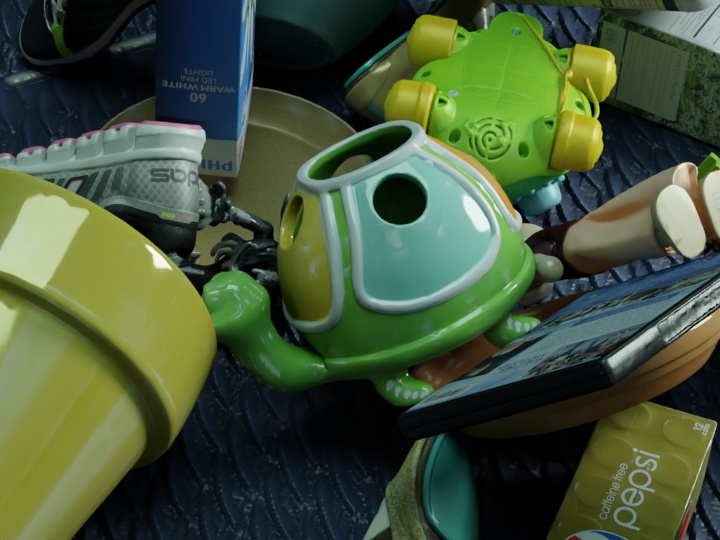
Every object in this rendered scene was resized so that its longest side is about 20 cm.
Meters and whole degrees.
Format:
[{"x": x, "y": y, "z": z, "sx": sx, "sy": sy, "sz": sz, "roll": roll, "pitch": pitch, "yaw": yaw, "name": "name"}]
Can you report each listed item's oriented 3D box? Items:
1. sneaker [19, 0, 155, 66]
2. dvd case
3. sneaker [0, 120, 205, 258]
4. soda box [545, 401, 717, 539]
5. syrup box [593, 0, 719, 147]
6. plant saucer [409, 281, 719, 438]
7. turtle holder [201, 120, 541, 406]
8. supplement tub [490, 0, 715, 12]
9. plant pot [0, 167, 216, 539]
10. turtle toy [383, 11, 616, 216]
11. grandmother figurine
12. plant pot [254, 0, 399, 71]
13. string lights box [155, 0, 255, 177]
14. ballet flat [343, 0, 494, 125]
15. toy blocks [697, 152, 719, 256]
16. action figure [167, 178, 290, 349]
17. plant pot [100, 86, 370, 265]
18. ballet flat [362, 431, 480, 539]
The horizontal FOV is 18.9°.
[{"x": -0.185, "y": -0.209, "z": 1.498, "sx": 0.083, "sy": 0.200, "sz": 0.072, "roll": 12, "pitch": 57, "yaw": -46, "name": "sneaker"}, {"x": 0.128, "y": 0.035, "z": 1.166, "sx": 0.142, "sy": 0.018, "sz": 0.200, "roll": -19, "pitch": 6, "yaw": 42, "name": "dvd case"}, {"x": -0.176, "y": -0.023, "z": 1.257, "sx": 0.199, "sy": 0.074, "sz": 0.088, "roll": -14, "pitch": 77, "yaw": 19, "name": "sneaker"}, {"x": 0.138, "y": 0.160, "z": 1.205, "sx": 0.068, "sy": 0.064, "sz": 0.200, "roll": 17, "pitch": 42, "yaw": 13, "name": "soda box"}, {"x": 0.270, "y": -0.141, "z": 1.546, "sx": 0.199, "sy": 0.079, "sz": 0.081, "roll": 23, "pitch": 45, "yaw": 19, "name": "syrup box"}, {"x": 0.126, "y": 0.053, "z": 1.281, "sx": 0.199, "sy": 0.038, "sz": 0.200, "roll": -17, "pitch": 10, "yaw": 3, "name": "plant saucer"}, {"x": 0.004, "y": -0.006, "z": 1.266, "sx": 0.185, "sy": 0.132, "sz": 0.141, "roll": -18, "pitch": 22, "yaw": 11, "name": "turtle holder"}, {"x": 0.151, "y": -0.255, "z": 1.505, "sx": 0.199, "sy": 0.145, "sz": 0.145, "roll": 4, "pitch": 40, "yaw": 18, "name": "supplement tub"}, {"x": -0.205, "y": 0.077, "z": 1.182, "sx": 0.200, "sy": 0.201, "sz": 0.189, "roll": 18, "pitch": 59, "yaw": 15, "name": "plant pot"}, {"x": 0.096, "y": -0.110, "z": 1.477, "sx": 0.145, "sy": 0.101, "sz": 0.200, "roll": 12, "pitch": 42, "yaw": 5, "name": "turtle toy"}, {"x": 0.143, "y": -0.019, "z": 1.321, "sx": 0.121, "sy": 0.200, "sz": 0.061, "roll": -6, "pitch": 85, "yaw": -38, "name": "grandmother figurine"}, {"x": -0.050, "y": -0.222, "z": 1.547, "sx": 0.199, "sy": 0.200, "sz": 0.135, "roll": 10, "pitch": 73, "yaw": 6, "name": "plant pot"}, {"x": -0.100, "y": -0.171, "z": 1.411, "sx": 0.059, "sy": 0.200, "sz": 0.103, "roll": 5, "pitch": 42, "yaw": 0, "name": "string lights box"}, {"x": 0.058, "y": -0.160, "z": 1.574, "sx": 0.063, "sy": 0.069, "sz": 0.200, "roll": 43, "pitch": 50, "yaw": -1, "name": "ballet flat"}, {"x": 0.277, "y": 0.016, "z": 1.325, "sx": 0.200, "sy": 0.100, "sz": 0.137, "roll": 41, "pitch": 32, "yaw": 1, "name": "toy blocks"}, {"x": -0.108, "y": 0.004, "z": 1.321, "sx": 0.199, "sy": 0.119, "sz": 0.102, "roll": 6, "pitch": 0, "yaw": 8, "name": "action figure"}, {"x": -0.087, "y": -0.054, "z": 1.453, "sx": 0.199, "sy": 0.028, "sz": 0.200, "roll": 2, "pitch": 41, "yaw": -2, "name": "plant pot"}, {"x": 0.032, "y": 0.166, "z": 1.195, "sx": 0.070, "sy": 0.071, "sz": 0.200, "roll": 1, "pitch": 40, "yaw": -5, "name": "ballet flat"}]
